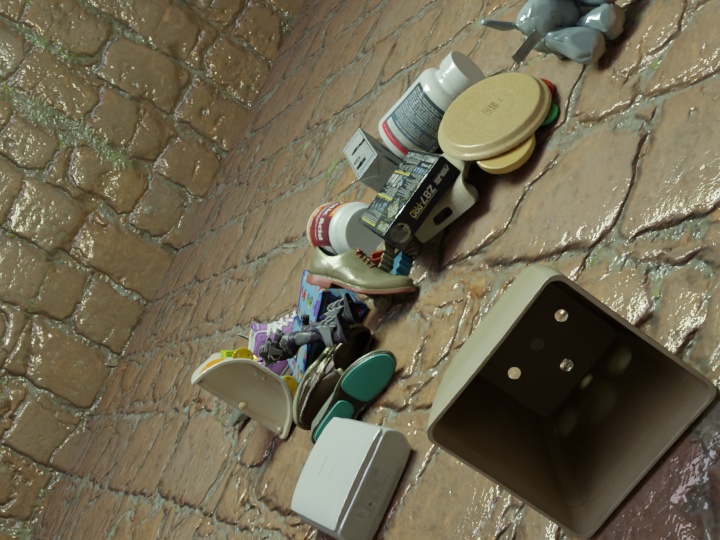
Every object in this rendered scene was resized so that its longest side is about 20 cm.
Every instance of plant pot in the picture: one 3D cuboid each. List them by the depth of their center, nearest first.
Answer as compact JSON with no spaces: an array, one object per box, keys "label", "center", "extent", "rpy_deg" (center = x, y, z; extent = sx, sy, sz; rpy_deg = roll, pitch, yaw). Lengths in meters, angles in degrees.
[{"label":"plant pot","center":[0.196,0.106,0.951],"extent":[0.200,0.199,0.177],"rpy_deg":[-53,10,15]}]

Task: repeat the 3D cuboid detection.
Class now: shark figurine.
[{"label":"shark figurine","center":[-0.231,0.202,1.935],"extent":[0.128,0.089,0.215],"rpy_deg":[-40,30,39]}]

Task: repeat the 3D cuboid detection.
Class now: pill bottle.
[{"label":"pill bottle","center":[0.137,-0.303,1.736],"extent":[0.200,0.119,0.120],"rpy_deg":[-45,24,32]},{"label":"pill bottle","center":[-0.021,-0.074,1.788],"extent":[0.115,0.114,0.200],"rpy_deg":[-62,20,-8]}]

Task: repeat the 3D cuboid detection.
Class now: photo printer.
[{"label":"photo printer","center":[-0.022,0.295,1.341],"extent":[0.167,0.069,0.200],"rpy_deg":[-64,21,-14]}]

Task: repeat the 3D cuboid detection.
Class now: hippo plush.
[{"label":"hippo plush","center":[0.315,-0.373,1.448],"extent":[0.200,0.159,0.161],"rpy_deg":[-41,-8,7]}]

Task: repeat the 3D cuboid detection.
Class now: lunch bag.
[{"label":"lunch bag","center":[-0.081,0.121,1.728],"extent":[0.201,0.094,0.151],"rpy_deg":[-69,21,8]}]

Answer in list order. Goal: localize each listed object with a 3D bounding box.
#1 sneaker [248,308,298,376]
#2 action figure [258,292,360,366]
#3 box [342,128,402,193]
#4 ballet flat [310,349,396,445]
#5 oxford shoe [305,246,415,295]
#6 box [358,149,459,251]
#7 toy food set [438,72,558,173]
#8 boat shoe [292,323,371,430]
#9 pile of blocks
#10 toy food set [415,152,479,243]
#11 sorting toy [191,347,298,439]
[{"label":"sneaker","center":[-0.148,0.111,1.828],"extent":[0.201,0.114,0.073],"rpy_deg":[-59,19,-3]},{"label":"action figure","center":[-0.096,0.109,1.576],"extent":[0.199,0.070,0.130],"rpy_deg":[-23,10,29]},{"label":"box","center":[0.040,-0.201,1.821],"extent":[0.060,0.116,0.200],"rpy_deg":[-54,20,13]},{"label":"ballet flat","center":[-0.016,0.194,1.477],"extent":[0.200,0.067,0.064],"rpy_deg":[-54,13,13]},{"label":"oxford shoe","center":[0.000,0.000,1.565],"extent":[0.070,0.199,0.075],"rpy_deg":[2,-84,-67]},{"label":"box","center":[0.077,-0.123,1.564],"extent":[0.161,0.049,0.200],"rpy_deg":[-52,15,0]},{"label":"toy food set","center":[0.218,-0.242,1.487],"extent":[0.200,0.049,0.198],"rpy_deg":[18,64,47]},{"label":"boat shoe","center":[-0.045,0.175,1.561],"extent":[0.075,0.075,0.203],"rpy_deg":[2,62,60]},{"label":"pile of blocks","center":[0.054,-0.029,1.627],"extent":[0.082,0.062,0.201],"rpy_deg":[-27,38,55]},{"label":"toy food set","center":[0.163,-0.152,1.570],"extent":[0.143,0.060,0.200],"rpy_deg":[-40,20,46]},{"label":"sorting toy","center":[-0.210,0.200,1.738],"extent":[0.107,0.200,0.180],"rpy_deg":[-56,16,-3]}]
